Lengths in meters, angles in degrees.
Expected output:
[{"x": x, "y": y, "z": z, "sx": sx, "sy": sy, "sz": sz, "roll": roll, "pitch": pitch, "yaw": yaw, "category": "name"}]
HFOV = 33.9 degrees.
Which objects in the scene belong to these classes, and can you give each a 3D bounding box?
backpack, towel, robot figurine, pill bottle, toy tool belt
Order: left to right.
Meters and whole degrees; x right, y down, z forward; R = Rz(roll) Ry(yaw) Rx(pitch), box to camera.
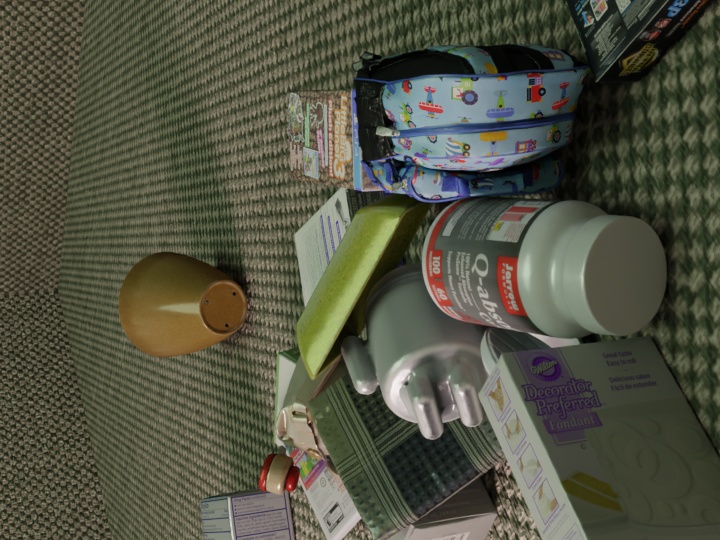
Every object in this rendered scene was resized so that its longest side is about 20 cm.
[{"x": -0.033, "y": 0.184, "z": 1.412, "sx": 0.125, "sy": 0.123, "sz": 0.200, "roll": 72, "pitch": -144, "yaw": -71, "category": "toy tool belt"}, {"x": 0.055, "y": 0.158, "z": 1.237, "sx": 0.192, "sy": 0.035, "sz": 0.200, "roll": -38, "pitch": 49, "yaw": 9, "category": "towel"}, {"x": 0.065, "y": 0.071, "z": 1.173, "sx": 0.200, "sy": 0.169, "sz": 0.113, "roll": -104, "pitch": 0, "yaw": -48, "category": "robot figurine"}, {"x": 0.103, "y": -0.129, "z": 1.018, "sx": 0.200, "sy": 0.182, "sz": 0.135, "roll": -161, "pitch": 67, "yaw": -68, "category": "backpack"}, {"x": 0.153, "y": -0.004, "z": 1.003, "sx": 0.200, "sy": 0.116, "sz": 0.116, "roll": 7, "pitch": 101, "yaw": 56, "category": "pill bottle"}]

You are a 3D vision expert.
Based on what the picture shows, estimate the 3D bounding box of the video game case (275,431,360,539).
[{"x": -0.034, "y": 0.235, "z": 1.546, "sx": 0.182, "sy": 0.023, "sz": 0.200, "roll": 61, "pitch": 141, "yaw": 24, "category": "video game case"}]

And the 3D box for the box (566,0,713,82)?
[{"x": 0.221, "y": -0.263, "z": 0.901, "sx": 0.200, "sy": 0.046, "sz": 0.159, "roll": 126, "pitch": 135, "yaw": -57, "category": "box"}]

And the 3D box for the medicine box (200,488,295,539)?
[{"x": -0.176, "y": 0.452, "z": 1.884, "sx": 0.182, "sy": 0.103, "sz": 0.200, "roll": 151, "pitch": 113, "yaw": -65, "category": "medicine box"}]

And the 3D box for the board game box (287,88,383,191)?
[{"x": 0.033, "y": -0.141, "z": 1.221, "sx": 0.200, "sy": 0.159, "sz": 0.097, "roll": -162, "pitch": 68, "yaw": -66, "category": "board game box"}]

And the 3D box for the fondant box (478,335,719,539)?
[{"x": 0.196, "y": 0.150, "z": 0.905, "sx": 0.058, "sy": 0.144, "sz": 0.200, "roll": 110, "pitch": 147, "yaw": -45, "category": "fondant box"}]

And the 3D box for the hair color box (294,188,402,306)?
[{"x": -0.019, "y": -0.027, "z": 1.484, "sx": 0.200, "sy": 0.065, "sz": 0.110, "roll": 141, "pitch": 123, "yaw": -65, "category": "hair color box"}]

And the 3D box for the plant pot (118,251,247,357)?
[{"x": -0.284, "y": 0.062, "z": 2.008, "sx": 0.200, "sy": 0.186, "sz": 0.187, "roll": 1, "pitch": 95, "yaw": 53, "category": "plant pot"}]

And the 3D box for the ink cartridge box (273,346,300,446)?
[{"x": -0.047, "y": 0.208, "z": 1.614, "sx": 0.200, "sy": 0.048, "sz": 0.146, "roll": 27, "pitch": 120, "yaw": 46, "category": "ink cartridge box"}]

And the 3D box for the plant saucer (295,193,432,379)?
[{"x": 0.000, "y": 0.000, "z": 1.243, "sx": 0.200, "sy": 0.048, "sz": 0.200, "roll": -61, "pitch": -7, "yaw": 14, "category": "plant saucer"}]

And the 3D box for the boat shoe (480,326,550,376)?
[{"x": 0.159, "y": 0.127, "z": 1.027, "sx": 0.200, "sy": 0.072, "sz": 0.062, "roll": 56, "pitch": 141, "yaw": 45, "category": "boat shoe"}]

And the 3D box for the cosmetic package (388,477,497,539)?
[{"x": 0.057, "y": 0.217, "z": 1.296, "sx": 0.090, "sy": 0.107, "sz": 0.200, "roll": 108, "pitch": 147, "yaw": -42, "category": "cosmetic package"}]

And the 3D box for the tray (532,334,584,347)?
[{"x": 0.196, "y": 0.122, "z": 1.058, "sx": 0.107, "sy": 0.022, "sz": 0.200, "roll": 113, "pitch": 145, "yaw": -46, "category": "tray"}]
